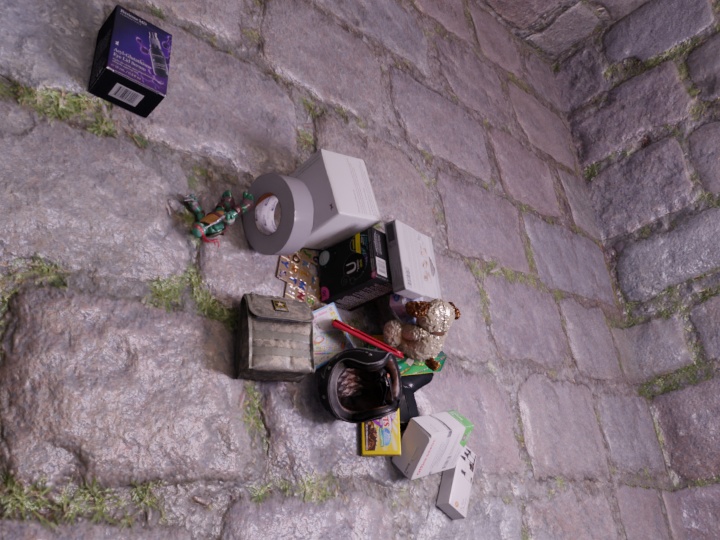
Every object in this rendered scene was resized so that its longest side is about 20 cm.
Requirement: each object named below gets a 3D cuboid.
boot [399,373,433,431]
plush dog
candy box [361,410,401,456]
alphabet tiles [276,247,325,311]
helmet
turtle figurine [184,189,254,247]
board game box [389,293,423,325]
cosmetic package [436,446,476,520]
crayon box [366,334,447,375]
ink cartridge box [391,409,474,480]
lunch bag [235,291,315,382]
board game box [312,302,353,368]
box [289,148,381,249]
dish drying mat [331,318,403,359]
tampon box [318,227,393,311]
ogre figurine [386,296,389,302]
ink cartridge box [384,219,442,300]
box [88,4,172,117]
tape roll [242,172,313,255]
[{"bbox_3d":[0.138,0.359,1.796,0.199,0.076,0.170,7,60,-38],"label":"boot"},{"bbox_3d":[0.184,0.154,1.721,0.199,0.173,0.161,4,28,-35],"label":"plush dog"},{"bbox_3d":[0.052,0.382,1.687,0.101,0.026,0.202,2,61,-6],"label":"candy box"},{"bbox_3d":[-0.154,0.025,1.720,0.167,0.008,0.201,32,48,-33],"label":"alphabet tiles"},{"bbox_3d":[-0.007,0.283,1.594,0.200,0.189,0.202,-9,90,-73],"label":"helmet"},{"bbox_3d":[-0.346,-0.131,1.529,0.149,0.101,0.200,23,35,17],"label":"turtle figurine"},{"bbox_3d":[0.134,0.048,1.839,0.200,0.041,0.201,52,35,-54],"label":"board game box"},{"bbox_3d":[0.276,0.595,1.838,0.082,0.050,0.201,43,43,-21],"label":"cosmetic package"},{"bbox_3d":[0.128,0.233,1.803,0.199,0.059,0.119,1,28,-37],"label":"crayon box"},{"bbox_3d":[0.196,0.465,1.738,0.199,0.147,0.084,5,24,-47],"label":"ink cartridge box"},{"bbox_3d":[-0.196,0.147,1.492,0.163,0.118,0.202,9,62,-26],"label":"lunch bag"},{"bbox_3d":[-0.114,0.175,1.650,0.199,0.034,0.135,-22,87,-49],"label":"board game box"},{"bbox_3d":[-0.087,-0.185,1.759,0.170,0.198,0.202,4,63,-47],"label":"box"},{"bbox_3d":[0.019,0.174,1.654,0.199,0.077,0.018,26,88,2],"label":"dish drying mat"},{"bbox_3d":[0.000,0.000,1.744,0.126,0.199,0.151,22,53,-45],"label":"tampon box"},{"bbox_3d":[0.084,0.029,1.919,0.120,0.097,0.202,-31,110,-68],"label":"ogre figurine"},{"bbox_3d":[0.142,-0.019,1.734,0.173,0.043,0.202,22,54,-48],"label":"ink cartridge box"},{"bbox_3d":[-0.536,-0.488,1.511,0.147,0.104,0.202,19,56,-40],"label":"box"},{"bbox_3d":[-0.206,-0.138,1.601,0.066,0.200,0.202,-1,70,-49],"label":"tape roll"}]
